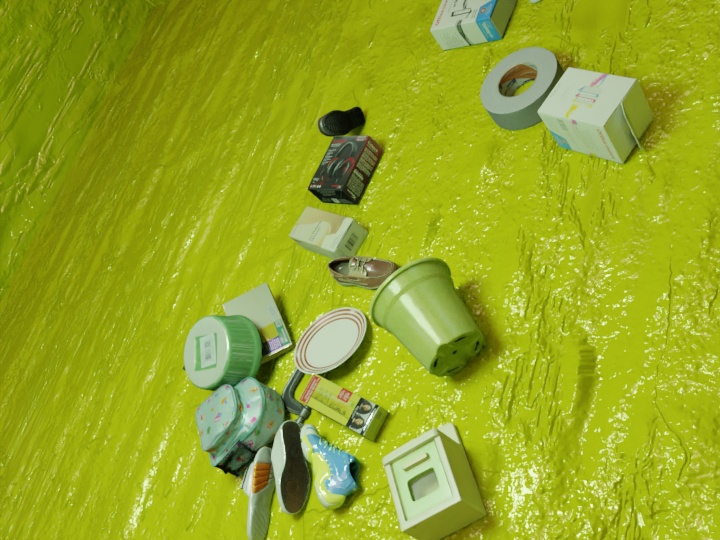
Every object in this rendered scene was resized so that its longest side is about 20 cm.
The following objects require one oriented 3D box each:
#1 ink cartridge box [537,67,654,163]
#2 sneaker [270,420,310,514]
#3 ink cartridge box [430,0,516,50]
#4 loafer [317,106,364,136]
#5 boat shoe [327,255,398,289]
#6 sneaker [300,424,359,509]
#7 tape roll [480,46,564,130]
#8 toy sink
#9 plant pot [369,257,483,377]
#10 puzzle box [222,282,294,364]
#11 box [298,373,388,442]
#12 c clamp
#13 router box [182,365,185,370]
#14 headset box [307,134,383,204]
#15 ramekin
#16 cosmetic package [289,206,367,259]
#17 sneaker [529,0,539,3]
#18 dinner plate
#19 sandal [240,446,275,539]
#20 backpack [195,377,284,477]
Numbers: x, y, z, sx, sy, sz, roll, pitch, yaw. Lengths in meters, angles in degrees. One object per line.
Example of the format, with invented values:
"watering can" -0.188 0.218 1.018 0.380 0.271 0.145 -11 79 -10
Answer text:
"ink cartridge box" 0.503 -0.323 1.519 0.200 0.128 0.126 30 82 47
"sneaker" -0.158 0.441 1.601 0.085 0.072 0.201 131 143 -50
"ink cartridge box" 0.308 -0.701 1.993 0.199 0.084 0.147 4 64 41
"loafer" -0.063 -0.415 2.062 0.071 0.074 0.200 -13 8 36
"boat shoe" 0.000 0.000 1.762 0.199 0.072 0.076 -5 58 38
"sneaker" -0.056 0.399 1.534 0.105 0.076 0.201 -28 52 5
"tape roll" 0.391 -0.438 1.746 0.199 0.066 0.201 -22 49 28
"toy sink" 0.127 0.377 1.349 0.130 0.112 0.201 -33 44 18
"plant pot" 0.149 0.109 1.487 0.200 0.200 0.185 -42 54 9
"puzzle box" -0.263 0.142 1.857 0.132 0.025 0.201 -26 60 -1
"box" -0.039 0.295 1.578 0.199 0.050 0.076 21 74 39
"c clamp" -0.113 0.272 1.704 0.170 0.027 0.201 10 70 50
"router box" -0.371 0.207 1.941 0.199 0.062 0.151 -6 58 38
"headset box" -0.038 -0.287 1.999 0.148 0.075 0.201 9 68 46
"ramekin" -0.346 0.204 1.789 0.199 0.097 0.202 -10 74 38
"cosmetic package" -0.087 -0.095 1.906 0.199 0.071 0.106 18 74 46
"sneaker" 0.461 -0.819 1.935 0.070 0.099 0.201 -12 53 37
"dinner plate" -0.069 0.169 1.713 0.199 0.024 0.201 -23 34 17
"sandal" -0.236 0.493 1.606 0.059 0.079 0.208 -13 55 31
"backpack" -0.281 0.350 1.698 0.200 0.153 0.176 -39 37 6
